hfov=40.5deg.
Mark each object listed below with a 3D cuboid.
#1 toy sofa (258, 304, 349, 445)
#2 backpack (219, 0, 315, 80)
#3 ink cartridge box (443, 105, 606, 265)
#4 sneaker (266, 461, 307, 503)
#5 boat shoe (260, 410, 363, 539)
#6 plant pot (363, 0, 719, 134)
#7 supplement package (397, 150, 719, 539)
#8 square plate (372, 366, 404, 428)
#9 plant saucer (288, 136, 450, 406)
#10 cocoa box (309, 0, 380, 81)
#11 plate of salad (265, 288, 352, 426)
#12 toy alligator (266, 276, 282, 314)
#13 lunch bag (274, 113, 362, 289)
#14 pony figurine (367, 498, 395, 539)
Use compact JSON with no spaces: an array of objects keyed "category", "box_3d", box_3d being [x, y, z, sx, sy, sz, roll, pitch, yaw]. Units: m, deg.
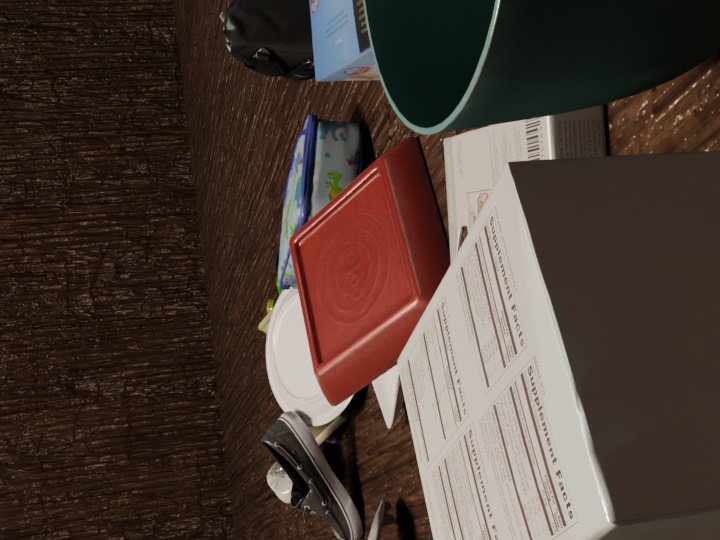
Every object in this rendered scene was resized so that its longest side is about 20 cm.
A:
[{"category":"toy sofa","box_3d":[-0.070,0.140,1.373,0.083,0.096,0.202,-47,44,36]},{"category":"backpack","box_3d":[-0.088,-0.290,1.171,0.200,0.160,0.157,137,135,-79]},{"category":"ink cartridge box","box_3d":[0.114,-0.005,0.680,0.176,0.044,0.204,-177,83,-74]},{"category":"sneaker","box_3d":[-0.073,0.294,1.391,0.100,0.077,0.200,57,-171,-5]},{"category":"boat shoe","box_3d":[-0.066,0.281,1.262,0.070,0.066,0.202,5,126,57]},{"category":"plant pot","box_3d":[0.101,-0.169,0.456,0.200,0.158,0.204,176,90,-75]},{"category":"supplement package","box_3d":[0.123,0.063,0.465,0.201,0.149,0.153,112,150,-59]},{"category":"square plate","box_3d":[0.029,0.029,1.039,0.200,0.028,0.202,101,158,-44]},{"category":"plant saucer","box_3d":[0.000,0.000,0.949,0.199,0.036,0.202,-39,53,38]},{"category":"cocoa box","box_3d":[0.044,-0.215,0.706,0.200,0.131,0.134,-169,74,-74]},{"category":"plate of salad","box_3d":[-0.055,0.099,1.266,0.198,0.048,0.204,-8,78,45]},{"category":"toy alligator","box_3d":[-0.104,0.105,1.519,0.054,0.058,0.204,-5,-91,-63]},{"category":"lunch bag","box_3d":[-0.049,-0.076,1.159,0.201,0.081,0.163,112,164,-62]},{"category":"pony figurine","box_3d":[-0.006,0.349,1.031,0.193,0.197,0.169,75,-177,-89]}]
